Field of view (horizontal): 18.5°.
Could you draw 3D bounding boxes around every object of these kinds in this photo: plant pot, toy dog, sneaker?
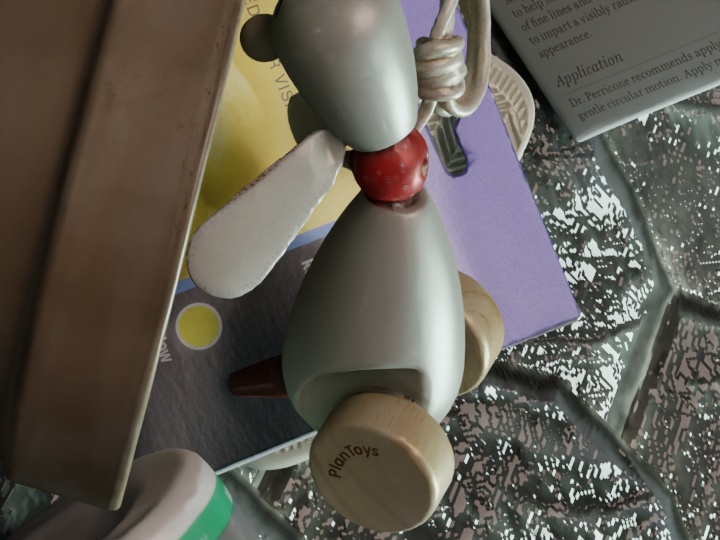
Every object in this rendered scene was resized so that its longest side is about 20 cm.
[{"bbox_3d":[-0.136,-0.040,0.713,0.173,0.200,0.200,15,60,-5],"label":"plant pot"},{"bbox_3d":[-0.014,-0.010,0.769,0.132,0.096,0.200,-35,125,-65],"label":"toy dog"},{"bbox_3d":[0.000,0.000,0.923,0.075,0.085,0.200,39,74,-7],"label":"sneaker"}]

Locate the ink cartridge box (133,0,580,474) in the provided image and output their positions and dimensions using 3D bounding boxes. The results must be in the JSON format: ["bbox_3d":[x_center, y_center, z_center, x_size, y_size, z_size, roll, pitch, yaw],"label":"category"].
[{"bbox_3d":[-0.032,-0.036,0.852,0.200,0.047,0.198,-22,90,-12],"label":"ink cartridge box"}]

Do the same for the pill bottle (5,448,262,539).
[{"bbox_3d":[-0.049,0.172,0.773,0.200,0.113,0.113,57,45,-13],"label":"pill bottle"}]

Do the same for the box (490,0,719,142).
[{"bbox_3d":[0.182,-0.188,1.072,0.131,0.199,0.200,56,45,-14],"label":"box"}]
